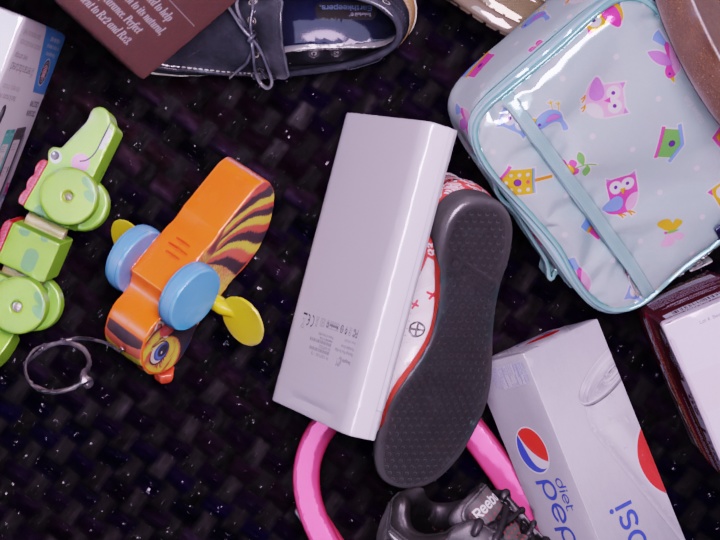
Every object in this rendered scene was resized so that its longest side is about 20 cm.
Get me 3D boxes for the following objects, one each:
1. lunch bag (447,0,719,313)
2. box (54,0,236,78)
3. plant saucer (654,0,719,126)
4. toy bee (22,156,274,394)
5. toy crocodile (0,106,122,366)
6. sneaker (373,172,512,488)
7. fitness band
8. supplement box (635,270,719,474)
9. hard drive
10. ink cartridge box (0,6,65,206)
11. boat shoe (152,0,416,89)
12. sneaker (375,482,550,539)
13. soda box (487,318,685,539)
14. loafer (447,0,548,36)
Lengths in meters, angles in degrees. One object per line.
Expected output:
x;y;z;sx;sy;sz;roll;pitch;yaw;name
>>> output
0.159;-0.074;1.280;0.160;0.077;0.200;-40;115;0;lunch bag
-0.158;-0.265;1.247;0.164;0.166;0.200;-39;67;3;box
0.237;-0.146;1.261;0.034;0.200;0.200;-27;91;29;plant saucer
-0.135;0.019;1.328;0.200;0.109;0.131;-28;59;-9;toy bee
-0.215;-0.019;1.334;0.062;0.068;0.200;26;93;2;toy crocodile
0.042;0.034;1.312;0.067;0.108;0.202;8;104;-20;sneaker
0.041;0.165;1.345;0.144;0.037;0.200;-36;91;3;fitness band
0.225;0.064;1.252;0.061;0.200;0.109;-23;90;4;supplement box
0.000;0.000;1.294;0.026;0.132;0.200;15;90;-25;hard drive
-0.304;-0.091;1.296;0.146;0.147;0.200;21;93;1;ink cartridge box
-0.062;-0.161;1.319;0.200;0.062;0.075;-4;117;2;boat shoe
0.095;0.189;1.262;0.200;0.071;0.098;14;112;21;sneaker
0.151;0.138;1.315;0.068;0.063;0.200;-22;90;-30;soda box
0.072;-0.206;1.312;0.200;0.076;0.067;30;99;1;loafer
